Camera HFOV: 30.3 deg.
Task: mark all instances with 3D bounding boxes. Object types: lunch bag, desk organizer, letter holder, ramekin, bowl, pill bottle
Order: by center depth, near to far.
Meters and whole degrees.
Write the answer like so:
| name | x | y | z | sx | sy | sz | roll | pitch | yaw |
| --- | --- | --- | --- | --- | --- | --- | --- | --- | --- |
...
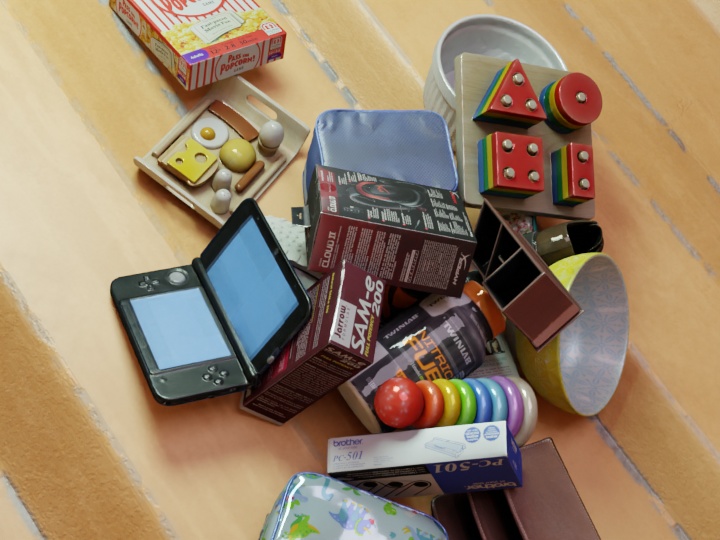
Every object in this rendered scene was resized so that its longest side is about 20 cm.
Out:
| name | x | y | z | sx | sy | sz | roll | pitch | yaw |
| --- | --- | --- | --- | --- | --- | --- | --- | --- | --- |
| lunch bag | -0.014 | 0.318 | 1.420 | 0.199 | 0.083 | 0.161 | 22 | 54 | -7 |
| letter holder | 0.181 | 0.312 | 1.488 | 0.141 | 0.101 | 0.201 | -13 | 65 | -25 |
| pill bottle | 0.071 | 0.095 | 1.539 | 0.200 | 0.106 | 0.106 | -36 | 75 | -12 |
| desk organizer | 0.177 | 0.001 | 1.559 | 0.077 | 0.072 | 0.200 | 43 | 9 | -31 |
| bowl | 0.243 | 0.075 | 1.639 | 0.107 | 0.201 | 0.200 | 4 | 44 | 35 |
| lunch bag | 0.028 | -0.113 | 1.673 | 0.199 | 0.133 | 0.137 | 1 | 61 | -14 |
| ramekin | 0.179 | -0.242 | 1.826 | 0.199 | 0.105 | 0.201 | 10 | 57 | -15 |

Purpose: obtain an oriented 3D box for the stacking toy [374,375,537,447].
| name | x | y | z | sx | sy | sz | roll | pitch | yaw |
| --- | --- | --- | --- | --- | --- | --- | --- | --- | --- |
| stacking toy | 0.099 | 0.150 | 1.476 | 0.199 | 0.085 | 0.086 | 11 | 55 | -34 |

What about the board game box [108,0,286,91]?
| name | x | y | z | sx | sy | sz | roll | pitch | yaw |
| --- | --- | --- | --- | --- | --- | --- | --- | --- | --- |
| board game box | -0.215 | -0.329 | 1.742 | 0.151 | 0.046 | 0.200 | -25 | 57 | -31 |

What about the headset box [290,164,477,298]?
| name | x | y | z | sx | sy | sz | roll | pitch | yaw |
| --- | --- | --- | --- | --- | --- | --- | --- | --- | --- |
| headset box | 0.020 | -0.049 | 1.510 | 0.199 | 0.075 | 0.149 | 10 | 24 | -10 |

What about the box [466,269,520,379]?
| name | x | y | z | sx | sy | sz | roll | pitch | yaw |
| --- | --- | --- | --- | --- | --- | --- | --- | --- | --- |
| box | 0.135 | 0.100 | 1.631 | 0.082 | 0.049 | 0.201 | -6 | 62 | -23 |

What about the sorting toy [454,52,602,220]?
| name | x | y | z | sx | sy | sz | roll | pitch | yaw |
| --- | --- | --- | --- | --- | --- | --- | --- | --- | --- |
| sorting toy | 0.224 | -0.176 | 1.701 | 0.199 | 0.070 | 0.200 | 5 | 77 | -25 |

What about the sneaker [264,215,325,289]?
| name | x | y | z | sx | sy | sz | roll | pitch | yaw |
| --- | --- | --- | --- | --- | --- | --- | --- | --- | --- |
| sneaker | -0.068 | 0.007 | 1.556 | 0.200 | 0.081 | 0.076 | 35 | 39 | 23 |

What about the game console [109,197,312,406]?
| name | x | y | z | sx | sy | sz | roll | pitch | yaw |
| --- | --- | --- | --- | --- | --- | --- | --- | --- | --- |
| game console | -0.172 | 0.031 | 1.487 | 0.170 | 0.119 | 0.200 | -10 | 46 | -24 |

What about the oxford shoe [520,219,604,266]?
| name | x | y | z | sx | sy | sz | roll | pitch | yaw |
| --- | --- | --- | --- | --- | --- | --- | --- | --- | --- |
| oxford shoe | 0.283 | -0.031 | 1.714 | 0.200 | 0.084 | 0.073 | -14 | 86 | -61 |

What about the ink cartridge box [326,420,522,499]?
| name | x | y | z | sx | sy | sz | roll | pitch | yaw |
| --- | --- | --- | --- | --- | --- | --- | --- | --- | --- |
| ink cartridge box | 0.071 | 0.210 | 1.454 | 0.199 | 0.094 | 0.044 | -8 | 59 | 14 |

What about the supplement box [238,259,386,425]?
| name | x | y | z | sx | sy | sz | roll | pitch | yaw |
| --- | --- | --- | --- | --- | --- | --- | --- | --- | --- |
| supplement box | -0.055 | 0.084 | 1.473 | 0.061 | 0.200 | 0.109 | 26 | 53 | -22 |

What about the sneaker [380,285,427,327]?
| name | x | y | z | sx | sy | sz | roll | pitch | yaw |
| --- | --- | --- | --- | --- | --- | --- | --- | --- | --- |
| sneaker | 0.000 | 0.000 | 1.604 | 0.199 | 0.112 | 0.078 | 22 | 54 | -7 |

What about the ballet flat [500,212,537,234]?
| name | x | y | z | sx | sy | sz | roll | pitch | yaw |
| --- | --- | --- | --- | --- | --- | --- | --- | --- | --- |
| ballet flat | 0.205 | -0.079 | 1.761 | 0.063 | 0.076 | 0.201 | -4 | 50 | 14 |

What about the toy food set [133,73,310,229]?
| name | x | y | z | sx | sy | sz | roll | pitch | yaw |
| --- | --- | --- | --- | --- | --- | --- | --- | --- | --- |
| toy food set | -0.172 | -0.155 | 1.667 | 0.143 | 0.060 | 0.200 | 36 | 54 | 3 |
